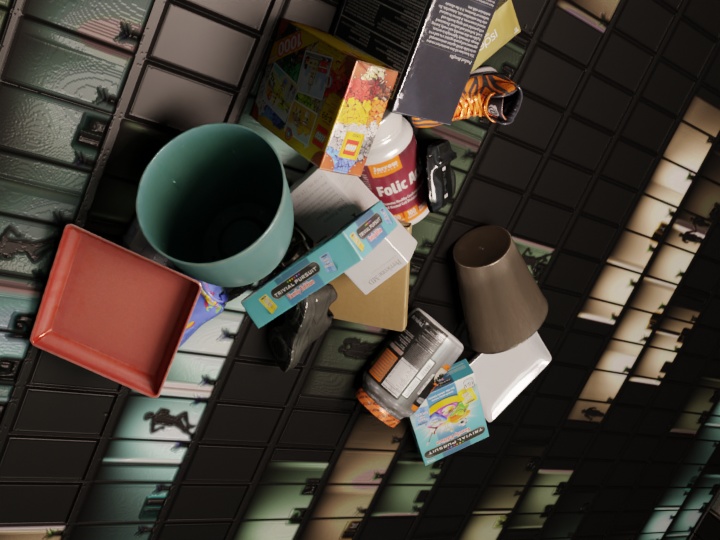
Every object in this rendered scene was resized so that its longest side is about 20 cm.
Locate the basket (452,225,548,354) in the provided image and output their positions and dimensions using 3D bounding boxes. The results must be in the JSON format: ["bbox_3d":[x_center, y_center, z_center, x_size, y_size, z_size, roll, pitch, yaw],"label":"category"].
[{"bbox_3d":[0.253,0.027,1.711,0.180,0.136,0.201,-36,130,-15],"label":"basket"}]

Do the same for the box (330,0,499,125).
[{"bbox_3d":[0.066,-0.338,1.285,0.122,0.200,0.200,6,115,-40],"label":"box"}]

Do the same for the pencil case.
[{"bbox_3d":[-0.277,0.076,1.337,0.200,0.087,0.078,-42,178,15],"label":"pencil case"}]

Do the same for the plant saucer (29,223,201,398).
[{"bbox_3d":[-0.336,0.054,1.267,0.198,0.037,0.201,24,113,-4],"label":"plant saucer"}]

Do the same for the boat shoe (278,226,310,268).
[{"bbox_3d":[-0.120,-0.046,1.422,0.071,0.064,0.200,-46,135,-3],"label":"boat shoe"}]

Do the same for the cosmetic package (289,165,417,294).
[{"bbox_3d":[-0.017,-0.072,1.395,0.101,0.074,0.200,-37,104,31],"label":"cosmetic package"}]

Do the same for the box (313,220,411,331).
[{"bbox_3d":[0.000,0.000,1.495,0.021,0.161,0.202,-61,157,-53],"label":"box"}]

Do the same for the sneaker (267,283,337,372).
[{"bbox_3d":[-0.091,0.096,1.501,0.090,0.076,0.201,-15,150,-34],"label":"sneaker"}]

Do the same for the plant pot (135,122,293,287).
[{"bbox_3d":[-0.178,-0.070,1.233,0.200,0.201,0.161,-42,157,-7],"label":"plant pot"}]

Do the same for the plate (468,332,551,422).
[{"bbox_3d":[0.299,0.199,1.921,0.199,0.032,0.200,-44,134,-6],"label":"plate"}]

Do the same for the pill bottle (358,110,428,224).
[{"bbox_3d":[0.038,-0.172,1.428,0.114,0.114,0.201,-36,133,-13],"label":"pill bottle"}]

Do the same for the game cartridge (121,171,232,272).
[{"bbox_3d":[-0.257,-0.080,1.320,0.129,0.038,0.201,25,101,-40],"label":"game cartridge"}]

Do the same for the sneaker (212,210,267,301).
[{"bbox_3d":[-0.191,-0.017,1.382,0.200,0.083,0.071,-40,169,28],"label":"sneaker"}]

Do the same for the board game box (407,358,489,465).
[{"bbox_3d":[0.171,0.289,1.846,0.149,0.047,0.201,-23,130,-6],"label":"board game box"}]

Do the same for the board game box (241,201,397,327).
[{"bbox_3d":[-0.057,-0.011,1.299,0.199,0.047,0.151,-34,-175,28],"label":"board game box"}]

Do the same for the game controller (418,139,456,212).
[{"bbox_3d":[0.126,-0.154,1.473,0.200,0.041,0.106,-39,133,-73],"label":"game controller"}]

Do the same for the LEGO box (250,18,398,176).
[{"bbox_3d":[-0.055,-0.239,1.255,0.076,0.200,0.151,6,113,-40],"label":"LEGO box"}]

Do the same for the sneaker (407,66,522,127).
[{"bbox_3d":[0.177,-0.271,1.473,0.198,0.112,0.078,-27,130,-21],"label":"sneaker"}]

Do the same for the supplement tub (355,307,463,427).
[{"bbox_3d":[0.087,0.180,1.684,0.201,0.122,0.122,-51,135,2],"label":"supplement tub"}]

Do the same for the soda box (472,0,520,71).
[{"bbox_3d":[0.154,-0.351,1.436,0.200,0.068,0.064,-41,133,-9],"label":"soda box"}]
